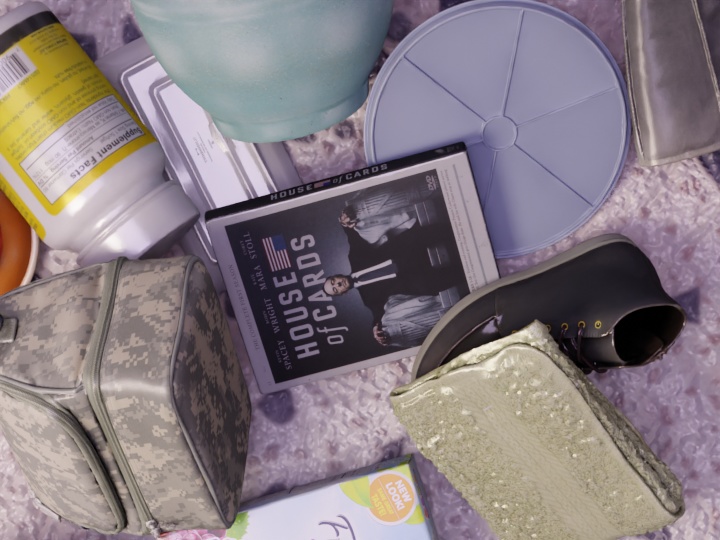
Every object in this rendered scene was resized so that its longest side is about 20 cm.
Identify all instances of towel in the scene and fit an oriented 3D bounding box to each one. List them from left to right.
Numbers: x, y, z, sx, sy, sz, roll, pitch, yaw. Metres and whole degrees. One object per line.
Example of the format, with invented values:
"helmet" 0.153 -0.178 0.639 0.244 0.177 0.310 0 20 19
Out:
"towel" 0.127 0.133 1.635 0.148 0.037 0.200 -29 114 31

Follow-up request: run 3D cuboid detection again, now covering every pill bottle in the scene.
"pill bottle" -0.216 -0.088 1.674 0.114 0.114 0.200 -39 88 5

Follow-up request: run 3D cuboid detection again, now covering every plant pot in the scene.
"plant pot" -0.063 -0.176 1.634 0.198 0.201 0.135 -10 118 5

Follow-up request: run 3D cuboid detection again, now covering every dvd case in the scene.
"dvd case" 0.000 0.000 1.674 0.198 0.025 0.151 -15 114 4

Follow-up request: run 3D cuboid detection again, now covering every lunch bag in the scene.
"lunch bag" -0.180 0.096 1.627 0.166 0.201 0.140 -2 50 13

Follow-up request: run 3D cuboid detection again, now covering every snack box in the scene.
"snack box" -0.032 0.246 1.689 0.198 0.068 0.170 -17 91 4

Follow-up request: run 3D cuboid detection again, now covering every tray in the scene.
"tray" -0.116 -0.092 1.711 0.107 0.022 0.201 -27 89 4

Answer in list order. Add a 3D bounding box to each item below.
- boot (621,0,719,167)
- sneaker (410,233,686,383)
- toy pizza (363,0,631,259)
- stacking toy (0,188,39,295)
"boot" 0.255 -0.194 1.650 0.181 0.073 0.202 -22 96 -13
"sneaker" 0.133 0.052 1.634 0.199 0.106 0.075 -33 120 -1
"toy pizza" 0.100 -0.105 1.667 0.198 0.032 0.202 -2 112 -4
"stacking toy" -0.322 -0.021 1.641 0.145 0.200 0.148 0 91 5
